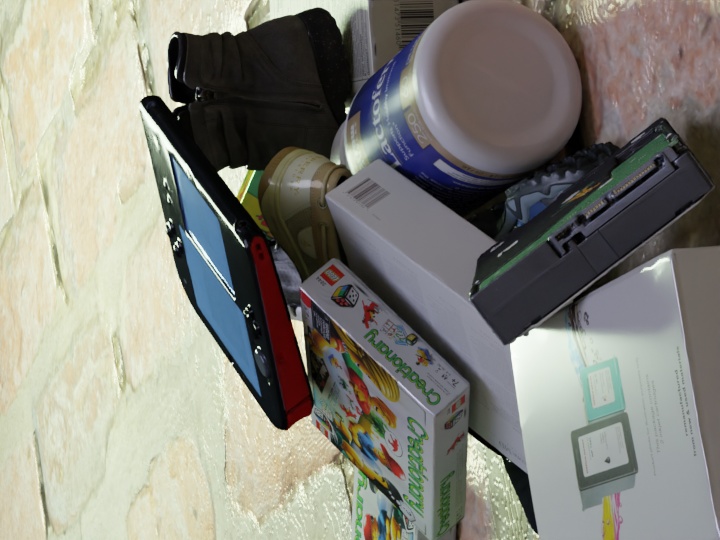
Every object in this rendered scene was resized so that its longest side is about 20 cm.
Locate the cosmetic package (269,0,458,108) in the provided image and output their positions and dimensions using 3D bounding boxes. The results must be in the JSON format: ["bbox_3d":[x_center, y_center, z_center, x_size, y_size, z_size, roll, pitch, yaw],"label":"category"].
[{"bbox_3d":[0.001,-0.174,1.822,0.200,0.073,0.104,-178,84,-68],"label":"cosmetic package"}]

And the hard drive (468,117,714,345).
[{"bbox_3d":[0.126,-0.024,1.363,0.038,0.140,0.200,52,-173,-2],"label":"hard drive"}]

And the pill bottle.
[{"bbox_3d":[0.056,-0.095,1.639,0.200,0.115,0.116,144,120,-65],"label":"pill bottle"}]

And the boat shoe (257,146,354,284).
[{"bbox_3d":[0.001,-0.002,1.672,0.063,0.073,0.201,14,145,41],"label":"boat shoe"}]

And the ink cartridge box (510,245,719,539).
[{"bbox_3d":[0.190,0.077,1.288,0.200,0.146,0.147,146,118,-66],"label":"ink cartridge box"}]

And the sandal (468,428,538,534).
[{"bbox_3d":[0.092,0.090,1.665,0.201,0.048,0.075,-114,30,-41],"label":"sandal"}]

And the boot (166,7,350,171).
[{"bbox_3d":[-0.064,-0.080,1.750,0.070,0.131,0.201,-20,87,67],"label":"boot"}]

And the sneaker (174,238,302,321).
[{"bbox_3d":[-0.048,-0.005,1.868,0.199,0.066,0.091,17,115,23],"label":"sneaker"}]

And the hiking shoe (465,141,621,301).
[{"bbox_3d":[0.126,-0.018,1.562,0.087,0.074,0.200,61,155,4],"label":"hiking shoe"}]

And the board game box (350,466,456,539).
[{"bbox_3d":[0.029,0.231,1.861,0.126,0.034,0.201,-143,53,-63],"label":"board game box"}]

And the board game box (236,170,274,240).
[{"bbox_3d":[-0.046,-0.042,1.907,0.200,0.101,0.048,118,167,-52],"label":"board game box"}]

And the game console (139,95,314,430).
[{"bbox_3d":[-0.094,-0.003,1.669,0.200,0.031,0.177,51,162,48],"label":"game console"}]

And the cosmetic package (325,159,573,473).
[{"bbox_3d":[0.069,0.036,1.575,0.200,0.052,0.151,38,154,43],"label":"cosmetic package"}]

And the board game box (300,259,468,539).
[{"bbox_3d":[0.017,0.089,1.636,0.126,0.035,0.200,43,160,22],"label":"board game box"}]
